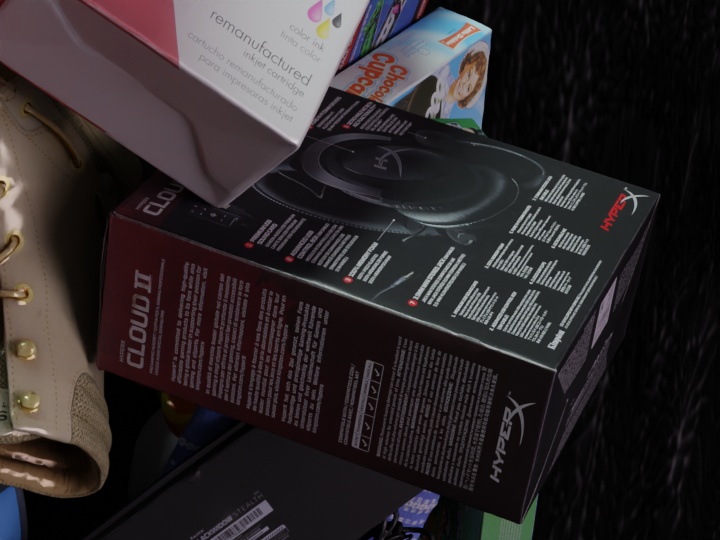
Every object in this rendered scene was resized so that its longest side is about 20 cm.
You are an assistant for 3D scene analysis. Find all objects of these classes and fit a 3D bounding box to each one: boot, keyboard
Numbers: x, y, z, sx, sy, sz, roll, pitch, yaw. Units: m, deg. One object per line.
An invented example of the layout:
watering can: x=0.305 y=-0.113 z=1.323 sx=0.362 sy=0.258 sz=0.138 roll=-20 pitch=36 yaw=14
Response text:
boot: x=-0.150 y=-0.010 z=0.801 sx=0.200 sy=0.072 sz=0.156 roll=50 pitch=37 yaw=-56
keyboard: x=-0.049 y=0.112 z=0.899 sx=0.199 sy=0.040 sz=0.104 roll=-35 pitch=115 yaw=1

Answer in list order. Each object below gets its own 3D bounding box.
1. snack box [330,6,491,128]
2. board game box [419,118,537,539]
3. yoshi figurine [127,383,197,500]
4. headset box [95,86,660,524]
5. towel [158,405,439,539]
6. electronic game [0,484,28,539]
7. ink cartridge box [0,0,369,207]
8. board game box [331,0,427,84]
snack box: x=0.012 y=-0.020 z=1.054 sx=0.116 sy=0.037 sz=0.201 roll=-38 pitch=144 yaw=-39
board game box: x=0.052 y=0.047 z=0.993 sx=0.029 sy=0.135 sz=0.201 roll=-4 pitch=120 yaw=-18
yoshi figurine: x=-0.035 y=0.080 z=1.001 sx=0.200 sy=0.111 sz=0.113 roll=65 pitch=34 yaw=-51
headset box: x=0.000 y=0.000 z=0.830 sx=0.149 sy=0.199 sz=0.078 roll=-52 pitch=155 yaw=-55
towel: x=-0.042 y=0.138 z=0.949 sx=0.144 sy=0.024 sz=0.201 roll=7 pitch=121 yaw=-33
electronic game: x=-0.198 y=0.127 z=0.809 sx=0.200 sy=0.041 sz=0.202 roll=-16 pitch=109 yaw=-55
ink cartridge box: x=-0.048 y=-0.140 z=0.792 sx=0.116 sy=0.067 sz=0.201 roll=33 pitch=56 yaw=-16
board game box: x=-0.018 y=-0.084 z=1.007 sx=0.103 sy=0.019 sz=0.201 roll=-13 pitch=129 yaw=-55
